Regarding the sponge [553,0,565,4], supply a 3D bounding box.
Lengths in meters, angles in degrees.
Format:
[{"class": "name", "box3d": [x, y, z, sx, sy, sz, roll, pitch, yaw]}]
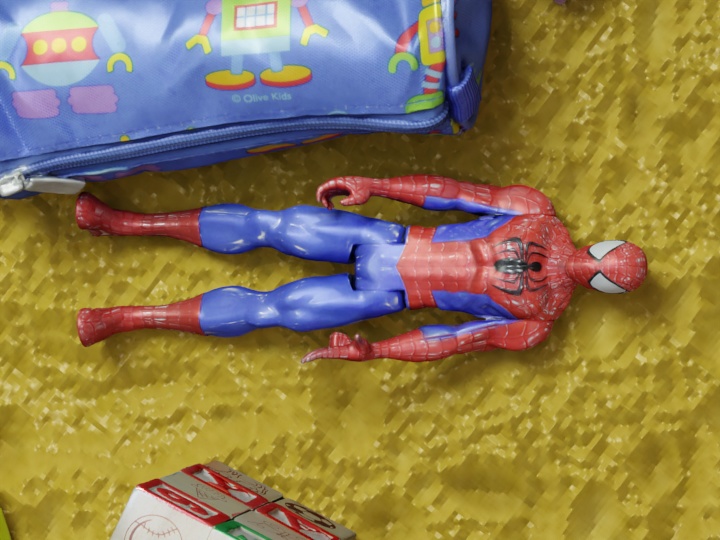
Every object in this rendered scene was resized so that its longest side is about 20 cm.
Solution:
[{"class": "sponge", "box3d": [0.034, -0.200, 0.929, 0.200, 0.030, 0.112, 43, 96, 8]}]

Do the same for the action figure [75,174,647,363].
[{"class": "action figure", "box3d": [0.000, 0.000, 0.924, 0.199, 0.052, 0.066, -1, 85, 7]}]

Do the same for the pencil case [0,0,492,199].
[{"class": "pencil case", "box3d": [-0.052, -0.072, 0.916, 0.199, 0.078, 0.087, -7, 64, 9]}]

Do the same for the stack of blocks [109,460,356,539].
[{"class": "stack of blocks", "box3d": [-0.079, 0.169, 0.898, 0.058, 0.115, 0.201, 26, 94, 9]}]

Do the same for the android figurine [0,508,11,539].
[{"class": "android figurine", "box3d": [-0.205, 0.117, 0.957, 0.199, 0.041, 0.183, 8, 90, 10]}]
